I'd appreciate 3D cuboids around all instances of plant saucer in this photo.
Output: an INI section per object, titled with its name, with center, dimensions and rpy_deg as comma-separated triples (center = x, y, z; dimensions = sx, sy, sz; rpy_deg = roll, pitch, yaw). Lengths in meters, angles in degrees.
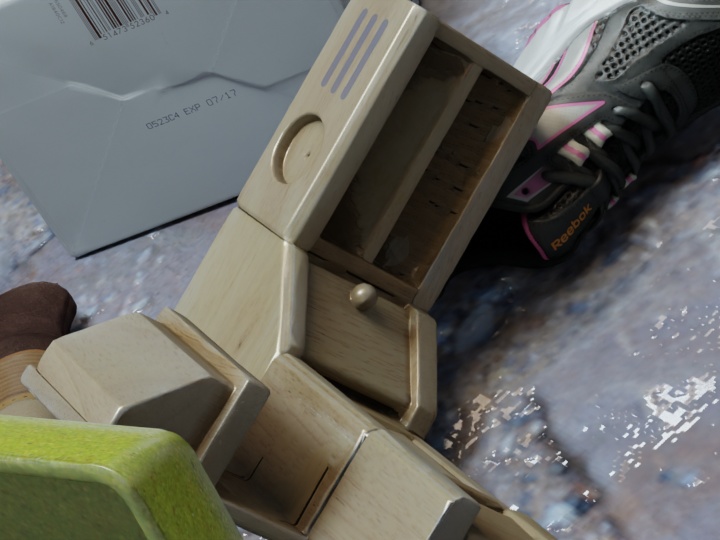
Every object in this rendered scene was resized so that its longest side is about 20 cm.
[plant saucer]
center = -0.089, 0.114, 0.702
dimensions = 0.199, 0.200, 0.048
rpy_deg = 1, 39, 39

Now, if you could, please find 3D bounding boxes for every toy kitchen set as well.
[toy kitchen set]
center = 0.000, 0.000, 0.756
dimensions = 0.181, 0.163, 0.200
rpy_deg = -60, 35, 4

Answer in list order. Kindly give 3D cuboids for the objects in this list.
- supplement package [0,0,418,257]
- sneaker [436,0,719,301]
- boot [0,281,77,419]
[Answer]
[supplement package]
center = -0.084, -0.147, 1.090
dimensions = 0.190, 0.147, 0.201
rpy_deg = -19, 36, 18
[sneaker]
center = 0.083, -0.044, 0.903
dimensions = 0.199, 0.080, 0.087
rpy_deg = -31, 44, 16
[boot]
center = -0.204, 0.090, 0.968
dimensions = 0.199, 0.073, 0.166
rpy_deg = -31, 21, 3
